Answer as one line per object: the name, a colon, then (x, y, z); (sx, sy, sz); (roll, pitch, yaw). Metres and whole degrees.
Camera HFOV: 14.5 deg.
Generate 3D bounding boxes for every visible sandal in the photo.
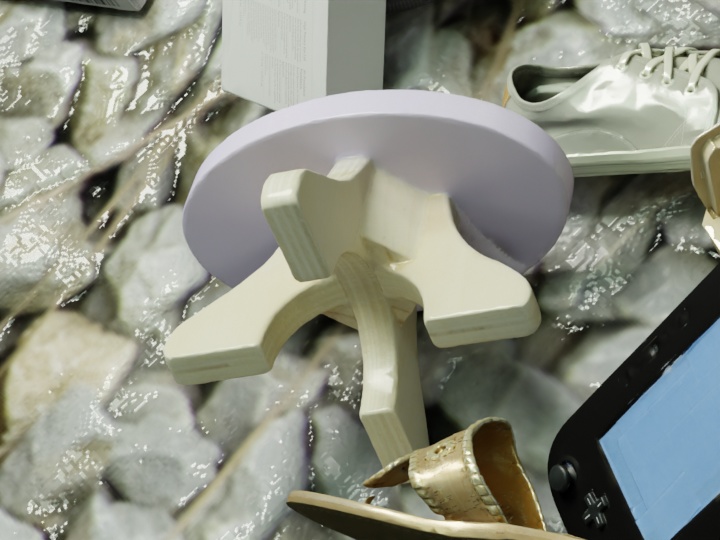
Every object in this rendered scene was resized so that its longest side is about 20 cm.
sandal: (0.064, 0.103, 1.297); (0.211, 0.078, 0.070); (11, 74, 42)

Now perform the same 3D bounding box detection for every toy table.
toy table: (0.000, 0.000, 1.368); (0.200, 0.184, 0.117); (-19, 34, 27)

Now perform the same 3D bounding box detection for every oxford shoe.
oxford shoe: (0.154, -0.083, 1.390); (0.200, 0.058, 0.075); (-4, 18, 28)

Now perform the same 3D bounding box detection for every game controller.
game controller: (0.152, 0.070, 1.244); (0.200, 0.042, 0.104); (-51, 42, 40)

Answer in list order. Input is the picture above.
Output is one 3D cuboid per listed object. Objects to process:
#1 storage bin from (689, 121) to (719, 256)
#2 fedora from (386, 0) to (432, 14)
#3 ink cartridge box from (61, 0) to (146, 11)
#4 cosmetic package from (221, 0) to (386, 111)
storage bin: (0.275, -0.016, 1.267); (0.198, 0.094, 0.200); (-33, 49, 5)
fedora: (0.010, -0.234, 1.542); (0.200, 0.177, 0.090); (2, 26, 47)
ink cartridge box: (-0.158, -0.251, 1.705); (0.162, 0.057, 0.200); (10, 56, 34)
cosmetic package: (-0.028, -0.182, 1.489); (0.051, 0.200, 0.082); (-21, 34, -40)
